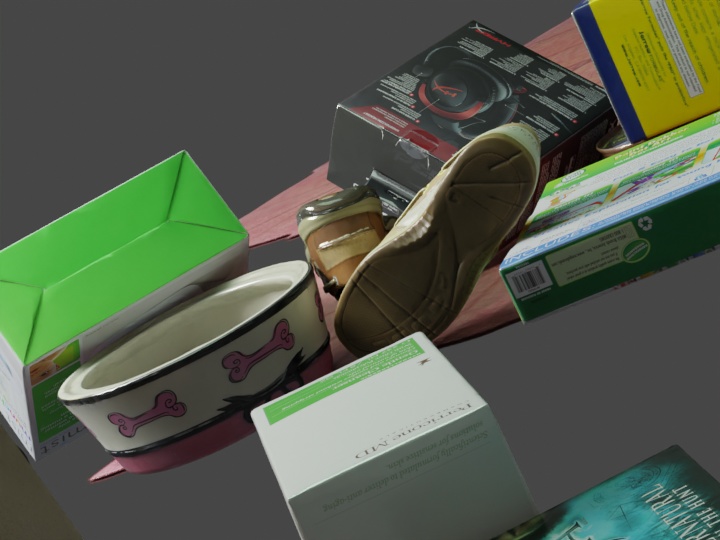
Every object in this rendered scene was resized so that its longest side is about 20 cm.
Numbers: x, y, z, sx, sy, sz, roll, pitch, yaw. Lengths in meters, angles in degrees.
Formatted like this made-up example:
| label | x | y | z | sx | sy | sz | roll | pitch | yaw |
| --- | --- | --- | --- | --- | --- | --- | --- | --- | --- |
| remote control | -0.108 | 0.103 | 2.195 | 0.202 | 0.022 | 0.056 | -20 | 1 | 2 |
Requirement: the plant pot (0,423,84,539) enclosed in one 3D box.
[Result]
| label | x | y | z | sx | sy | sz | roll | pitch | yaw |
| --- | --- | --- | --- | --- | --- | --- | --- | --- | --- |
| plant pot | -0.317 | 0.171 | 1.325 | 0.199 | 0.201 | 0.177 | -21 | 23 | 27 |

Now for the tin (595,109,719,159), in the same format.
| label | x | y | z | sx | sy | sz | roll | pitch | yaw |
| --- | --- | --- | --- | --- | --- | --- | --- | --- | --- |
| tin | 0.272 | -0.118 | 1.675 | 0.199 | 0.042 | 0.112 | -24 | 15 | 10 |

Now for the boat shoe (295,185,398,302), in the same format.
| label | x | y | z | sx | sy | sz | roll | pitch | yaw |
| --- | --- | --- | --- | --- | --- | --- | --- | --- | --- |
| boat shoe | 0.000 | 0.000 | 1.621 | 0.075 | 0.074 | 0.200 | -22 | -14 | 7 |

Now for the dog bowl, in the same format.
| label | x | y | z | sx | sy | sz | roll | pitch | yaw |
| --- | --- | --- | --- | --- | --- | --- | --- | --- | --- |
| dog bowl | -0.107 | 0.071 | 1.580 | 0.199 | 0.074 | 0.200 | -26 | 11 | 5 |

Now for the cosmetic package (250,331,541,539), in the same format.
| label | x | y | z | sx | sy | sz | roll | pitch | yaw |
| --- | --- | --- | --- | --- | --- | --- | --- | --- | --- |
| cosmetic package | 0.016 | 0.103 | 1.109 | 0.107 | 0.085 | 0.200 | -25 | 9 | -5 |

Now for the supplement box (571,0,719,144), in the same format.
| label | x | y | z | sx | sy | sz | roll | pitch | yaw |
| --- | --- | --- | --- | --- | --- | --- | --- | --- | --- |
| supplement box | 0.268 | -0.187 | 1.620 | 0.199 | 0.110 | 0.109 | -22 | 11 | 19 |

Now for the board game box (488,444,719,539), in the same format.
| label | x | y | z | sx | sy | sz | roll | pitch | yaw |
| --- | --- | --- | --- | --- | --- | --- | --- | --- | --- |
| board game box | 0.099 | 0.133 | 0.914 | 0.135 | 0.028 | 0.200 | -26 | 11 | -3 |

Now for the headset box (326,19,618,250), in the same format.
| label | x | y | z | sx | sy | sz | roll | pitch | yaw |
| --- | --- | --- | --- | --- | --- | --- | --- | --- | --- |
| headset box | 0.081 | -0.096 | 1.710 | 0.148 | 0.075 | 0.200 | 30 | 42 | 24 |

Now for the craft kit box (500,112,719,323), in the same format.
| label | x | y | z | sx | sy | sz | roll | pitch | yaw |
| --- | --- | --- | --- | --- | --- | --- | --- | --- | --- |
| craft kit box | 0.201 | -0.049 | 1.462 | 0.199 | 0.049 | 0.198 | -22 | 14 | 20 |

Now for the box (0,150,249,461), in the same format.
| label | x | y | z | sx | sy | sz | roll | pitch | yaw |
| --- | --- | --- | --- | --- | --- | --- | --- | --- | --- |
| box | -0.193 | 0.028 | 1.724 | 0.199 | 0.097 | 0.177 | -30 | -23 | -20 |

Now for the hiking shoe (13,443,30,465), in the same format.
| label | x | y | z | sx | sy | sz | roll | pitch | yaw |
| --- | --- | --- | --- | --- | --- | --- | --- | --- | --- |
| hiking shoe | -0.325 | 0.178 | 1.581 | 0.200 | 0.076 | 0.101 | -33 | 16 | -26 |

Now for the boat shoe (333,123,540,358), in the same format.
| label | x | y | z | sx | sy | sz | roll | pitch | yaw |
| --- | --- | --- | --- | --- | --- | --- | --- | --- | --- |
| boat shoe | 0.057 | -0.017 | 1.494 | 0.200 | 0.074 | 0.066 | -48 | 0 | 30 |
